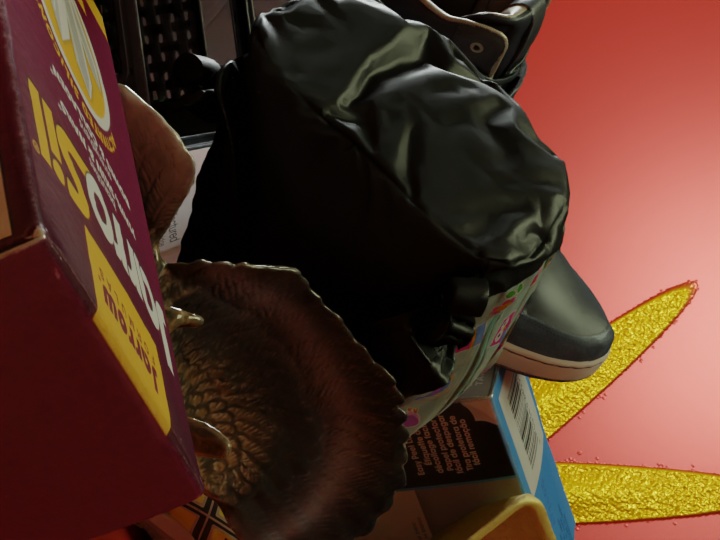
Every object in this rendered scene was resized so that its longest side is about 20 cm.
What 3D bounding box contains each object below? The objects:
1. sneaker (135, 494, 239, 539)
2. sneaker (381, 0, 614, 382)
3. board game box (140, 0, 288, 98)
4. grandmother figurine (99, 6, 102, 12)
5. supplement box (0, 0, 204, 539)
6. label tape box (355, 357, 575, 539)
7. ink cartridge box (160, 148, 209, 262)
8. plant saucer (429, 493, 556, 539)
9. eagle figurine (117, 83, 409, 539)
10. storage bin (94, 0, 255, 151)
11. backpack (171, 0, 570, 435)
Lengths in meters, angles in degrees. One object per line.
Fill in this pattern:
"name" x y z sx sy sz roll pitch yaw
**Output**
"sneaker" -0.072 0.087 0.952 0.075 0.076 0.200 -99 167 -61
"sneaker" 0.062 -0.050 0.928 0.202 0.146 0.077 40 38 -3
"board game box" -0.097 -0.158 1.102 0.026 0.200 0.200 -62 149 -29
"grandmother figurine" -0.152 -0.123 1.063 0.121 0.061 0.200 -104 171 -60
"supplement box" -0.125 -0.032 0.585 0.131 0.103 0.200 68 5 -53
"label tape box" -0.007 0.106 1.027 0.066 0.200 0.143 -79 154 -50
"ink cartridge box" -0.034 -0.038 1.201 0.144 0.200 0.084 -104 174 -58
"plant saucer" 0.022 0.221 0.989 0.048 0.200 0.200 31 -30 49
"eagle figurine" -0.083 0.038 0.743 0.152 0.151 0.200 61 11 18
"storage bin" -0.114 -0.117 0.917 0.200 0.094 0.135 -29 112 -77
"backpack" 0.000 0.000 0.855 0.167 0.127 0.200 49 -37 22
